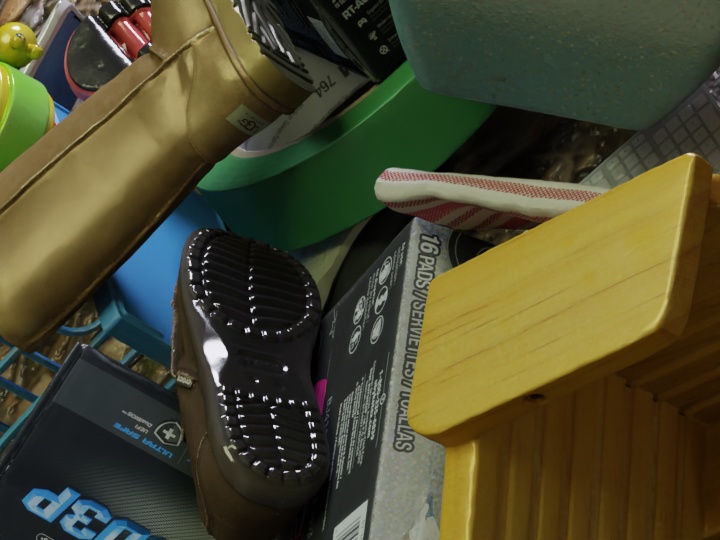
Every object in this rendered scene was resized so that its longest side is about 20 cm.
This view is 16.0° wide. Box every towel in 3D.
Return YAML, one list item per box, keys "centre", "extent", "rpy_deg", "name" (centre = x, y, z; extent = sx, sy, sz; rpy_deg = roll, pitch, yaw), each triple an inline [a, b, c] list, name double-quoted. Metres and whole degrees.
- centre: [0.123, -0.017, 1.124]
  extent: [0.146, 0.199, 0.030]
  rpy_deg: [6, 90, 48]
  name: "towel"

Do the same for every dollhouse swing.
- centre: [0.135, 0.091, 1.029]
  extent: [0.181, 0.199, 0.177]
  rpy_deg: [-26, 55, 30]
  name: "dollhouse swing"

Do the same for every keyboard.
- centre: [0.107, -0.013, 1.281]
  extent: [0.200, 0.011, 0.056]
  rpy_deg: [-42, 40, 16]
  name: "keyboard"

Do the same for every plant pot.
- centre: [0.100, -0.184, 1.192]
  extent: [0.196, 0.195, 0.201]
  rpy_deg: [-83, 4, -57]
  name: "plant pot"

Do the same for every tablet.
- centre: [-0.215, -0.065, 1.555]
  extent: [0.014, 0.130, 0.201]
  rpy_deg: [28, 87, 6]
  name: "tablet"

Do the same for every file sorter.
- centre: [-0.142, 0.031, 1.405]
  extent: [0.123, 0.138, 0.201]
  rpy_deg: [-44, 39, 16]
  name: "file sorter"

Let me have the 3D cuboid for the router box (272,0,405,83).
- centre: [0.035, -0.197, 1.361]
  extent: [0.200, 0.062, 0.150]
  rpy_deg: [-43, 22, -7]
  name: "router box"

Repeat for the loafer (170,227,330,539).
- centre: [-0.062, 0.054, 1.195]
  extent: [0.201, 0.073, 0.071]
  rpy_deg: [-95, 28, -55]
  name: "loafer"

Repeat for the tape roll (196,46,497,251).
- centre: [-0.001, -0.095, 1.373]
  extent: [0.200, 0.048, 0.201]
  rpy_deg: [-33, 24, 17]
  name: "tape roll"

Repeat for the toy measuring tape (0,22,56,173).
- centre: [-0.208, -0.041, 1.364]
  extent: [0.073, 0.073, 0.201]
  rpy_deg: [2, 69, 46]
  name: "toy measuring tape"

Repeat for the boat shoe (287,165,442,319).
- centre: [-0.002, 0.001, 1.346]
  extent: [0.073, 0.063, 0.202]
  rpy_deg: [-23, 33, 49]
  name: "boat shoe"

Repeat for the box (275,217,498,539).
- centre: [0.038, 0.103, 1.153]
  extent: [0.132, 0.114, 0.201]
  rpy_deg: [133, 150, -55]
  name: "box"

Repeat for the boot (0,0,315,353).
- centre: [-0.131, -0.083, 1.306]
  extent: [0.200, 0.066, 0.176]
  rpy_deg: [-40, 44, 17]
  name: "boot"

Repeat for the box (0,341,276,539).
- centre: [-0.087, 0.147, 1.199]
  extent: [0.159, 0.199, 0.046]
  rpy_deg: [-59, -3, -34]
  name: "box"

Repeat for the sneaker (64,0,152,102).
- centre: [-0.078, -0.143, 1.481]
  extent: [0.199, 0.087, 0.074]
  rpy_deg: [-32, 57, -10]
  name: "sneaker"
